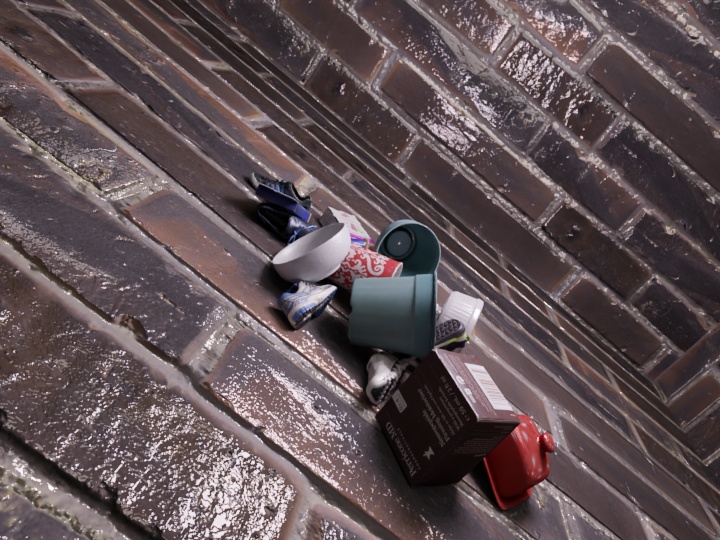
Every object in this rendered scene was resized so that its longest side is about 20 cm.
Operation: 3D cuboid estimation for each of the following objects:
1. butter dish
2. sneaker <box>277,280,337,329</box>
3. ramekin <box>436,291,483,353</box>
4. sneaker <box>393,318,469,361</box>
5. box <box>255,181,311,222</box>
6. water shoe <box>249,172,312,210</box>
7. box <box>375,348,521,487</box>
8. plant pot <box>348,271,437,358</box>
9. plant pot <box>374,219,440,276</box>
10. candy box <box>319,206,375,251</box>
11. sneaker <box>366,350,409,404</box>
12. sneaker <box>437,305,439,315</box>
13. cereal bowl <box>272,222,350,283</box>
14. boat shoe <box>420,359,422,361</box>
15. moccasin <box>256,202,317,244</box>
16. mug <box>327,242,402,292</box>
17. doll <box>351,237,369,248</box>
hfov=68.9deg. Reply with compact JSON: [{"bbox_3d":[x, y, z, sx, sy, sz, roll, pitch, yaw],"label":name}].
[{"bbox_3d":[0.360,0.399,1.166,0.197,0.146,0.205,11,57,-50],"label":"butter dish"},{"bbox_3d":[-0.119,0.056,1.178,0.085,0.078,0.199,39,20,10],"label":"sneaker"},{"bbox_3d":[0.257,0.154,1.465,0.092,0.207,0.202,27,20,8],"label":"ramekin"},{"bbox_3d":[0.182,0.196,1.309,0.072,0.195,0.084,-107,176,-57],"label":"sneaker"},{"bbox_3d":[-0.209,-0.182,1.413,0.118,0.033,0.200,26,-2,8],"label":"box"},{"bbox_3d":[-0.231,-0.241,1.551,0.198,0.079,0.072,35,21,-13],"label":"water shoe"},{"bbox_3d":[0.170,0.290,1.033,0.162,0.202,0.167,16,30,-44],"label":"box"},{"bbox_3d":[0.075,0.099,1.201,0.189,0.206,0.201,4,22,6],"label":"plant pot"},{"bbox_3d":[0.127,-0.063,1.564,0.197,0.203,0.135,31,13,-20],"label":"plant pot"},{"bbox_3d":[-0.030,-0.100,1.640,0.134,0.061,0.202,14,35,-48],"label":"candy box"},{"bbox_3d":[0.042,0.226,1.136,0.080,0.076,0.199,34,13,13],"label":"sneaker"},{"bbox_3d":[0.197,0.106,1.514,0.089,0.075,0.201,47,16,-16],"label":"sneaker"},{"bbox_3d":[-0.106,-0.030,1.238,0.201,0.195,0.085,-71,137,-67],"label":"cereal bowl"},{"bbox_3d":[0.156,0.184,1.386,0.198,0.074,0.064,33,30,-6],"label":"boat shoe"},{"bbox_3d":[-0.192,-0.108,1.379,0.195,0.082,0.068,25,8,-3],"label":"moccasin"},{"bbox_3d":[-0.005,0.009,1.377,0.196,0.136,0.178,26,-19,11],"label":"mug"},{"bbox_3d":[-0.075,-0.089,1.475,0.194,0.050,0.136,11,7,-9],"label":"doll"}]
